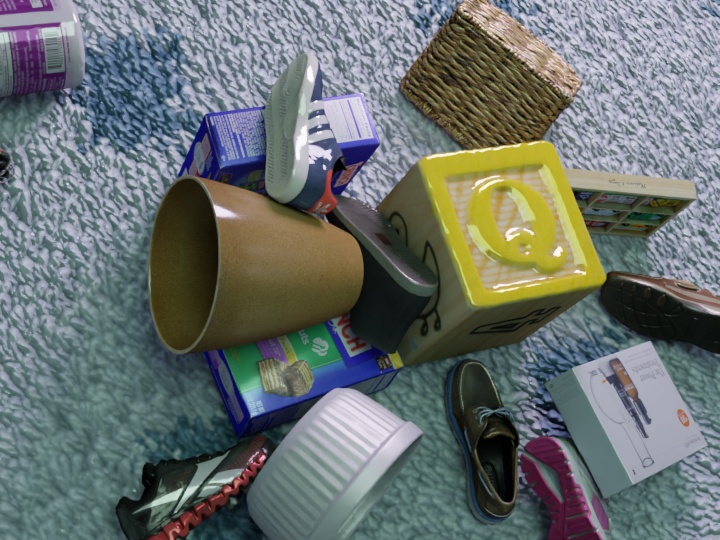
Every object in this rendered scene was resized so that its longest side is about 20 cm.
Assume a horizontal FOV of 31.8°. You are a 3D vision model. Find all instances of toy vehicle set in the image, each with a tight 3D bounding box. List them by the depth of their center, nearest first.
[{"bbox_3d":[0.317,-0.086,1.647,0.199,0.124,0.027,4,66,-17],"label":"toy vehicle set"}]

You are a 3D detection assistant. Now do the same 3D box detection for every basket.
[{"bbox_3d":[0.178,-0.254,1.710,0.200,0.149,0.143,38,28,0],"label":"basket"}]

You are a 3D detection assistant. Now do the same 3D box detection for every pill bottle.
[{"bbox_3d":[-0.432,-0.258,1.476,0.199,0.112,0.113,-11,71,-23],"label":"pill bottle"}]

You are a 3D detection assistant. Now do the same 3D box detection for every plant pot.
[{"bbox_3d":[-0.103,-0.003,1.369,0.199,0.186,0.187,2,66,-31],"label":"plant pot"}]

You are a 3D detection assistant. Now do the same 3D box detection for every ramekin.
[{"bbox_3d":[-0.032,0.220,1.360,0.105,0.200,0.200,39,61,11],"label":"ramekin"}]

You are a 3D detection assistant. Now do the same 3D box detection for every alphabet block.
[{"bbox_3d":[0.137,-0.019,1.506,0.196,0.200,0.196,-12,71,-28],"label":"alphabet block"}]

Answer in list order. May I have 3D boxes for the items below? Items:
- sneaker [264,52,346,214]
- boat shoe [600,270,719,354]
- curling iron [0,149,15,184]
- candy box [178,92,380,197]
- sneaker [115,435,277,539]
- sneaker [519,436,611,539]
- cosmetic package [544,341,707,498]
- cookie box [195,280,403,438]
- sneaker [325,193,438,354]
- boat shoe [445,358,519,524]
[{"bbox_3d":[-0.055,-0.146,1.395,0.084,0.075,0.201,27,52,-33],"label":"sneaker"},{"bbox_3d":[0.412,0.048,1.658,0.199,0.076,0.074,21,34,1],"label":"boat shoe"},{"bbox_3d":[-0.493,-0.153,1.457,0.199,0.026,0.050,27,59,-6],"label":"curling iron"},{"bbox_3d":[-0.099,-0.133,1.502,0.199,0.169,0.077,-10,74,-23],"label":"candy box"},{"bbox_3d":[-0.181,0.230,1.371,0.200,0.071,0.098,-36,85,-27],"label":"sneaker"},{"bbox_3d":[0.262,0.282,1.492,0.088,0.081,0.201,-15,88,-52],"label":"sneaker"},{"bbox_3d":[0.325,0.176,1.535,0.200,0.052,0.151,-11,72,-50],"label":"cosmetic package"},{"bbox_3d":[-0.076,0.078,1.471,0.199,0.075,0.172,-17,72,-25],"label":"cookie box"},{"bbox_3d":[0.000,0.000,1.454,0.075,0.106,0.200,7,32,-40],"label":"sneaker"},{"bbox_3d":[0.155,0.194,1.500,0.072,0.072,0.201,-5,69,-20],"label":"boat shoe"}]
